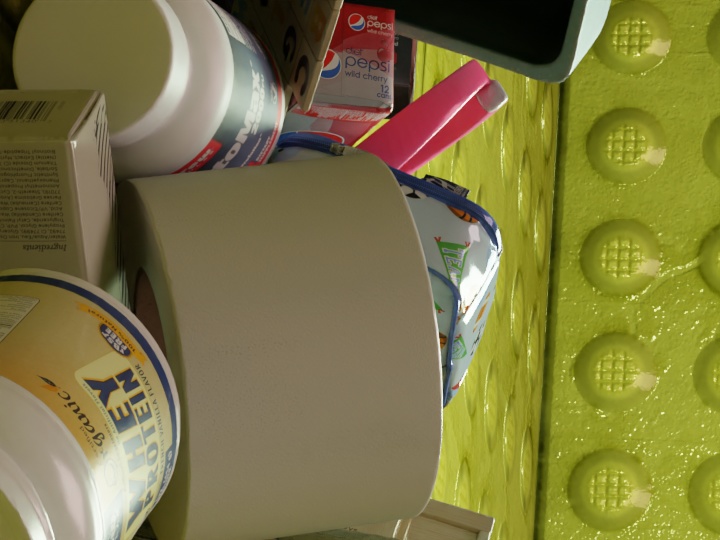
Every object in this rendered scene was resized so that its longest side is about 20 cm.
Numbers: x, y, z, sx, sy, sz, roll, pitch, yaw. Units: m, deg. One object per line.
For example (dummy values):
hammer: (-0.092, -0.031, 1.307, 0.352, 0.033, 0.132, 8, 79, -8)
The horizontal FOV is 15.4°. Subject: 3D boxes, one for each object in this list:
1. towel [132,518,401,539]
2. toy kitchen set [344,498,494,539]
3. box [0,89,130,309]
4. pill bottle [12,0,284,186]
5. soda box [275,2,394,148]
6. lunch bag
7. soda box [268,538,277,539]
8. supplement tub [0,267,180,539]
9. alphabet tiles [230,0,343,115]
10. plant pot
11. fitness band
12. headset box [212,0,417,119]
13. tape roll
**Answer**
towel: (-0.055, 0.217, 1.548, 0.035, 0.199, 0.194, -63, 163, -61)
toy kitchen set: (-0.032, 0.187, 1.636, 0.163, 0.199, 0.181, -66, 172, -61)
box: (-0.165, 0.011, 1.376, 0.068, 0.082, 0.201, -70, 160, -62)
pill bottle: (-0.120, -0.104, 1.487, 0.200, 0.119, 0.120, 19, 73, -77)
soda box: (-0.042, -0.104, 1.675, 0.200, 0.063, 0.070, 146, -52, -64)
lunch bag: (0.000, 0.000, 1.617, 0.200, 0.160, 0.076, 95, 20, -59)
soda box: (-0.111, 0.233, 1.508, 0.068, 0.063, 0.201, -63, 176, -63)
supplement tub: (-0.171, 0.094, 1.197, 0.200, 0.143, 0.145, -58, 147, -68)
alphabet tiles: (-0.043, -0.188, 1.601, 0.200, 0.006, 0.167, -115, -142, -53)
plant pot: (0.091, -0.253, 1.690, 0.200, 0.195, 0.197, -33, 139, -65)
fitness band: (0.024, -0.077, 1.742, 0.037, 0.143, 0.200, 52, -10, 1)
headset box: (-0.032, -0.191, 1.822, 0.075, 0.148, 0.201, 84, 11, -74)
tape roll: (-0.049, 0.043, 1.434, 0.203, 0.138, 0.204, 174, -90, -76)
